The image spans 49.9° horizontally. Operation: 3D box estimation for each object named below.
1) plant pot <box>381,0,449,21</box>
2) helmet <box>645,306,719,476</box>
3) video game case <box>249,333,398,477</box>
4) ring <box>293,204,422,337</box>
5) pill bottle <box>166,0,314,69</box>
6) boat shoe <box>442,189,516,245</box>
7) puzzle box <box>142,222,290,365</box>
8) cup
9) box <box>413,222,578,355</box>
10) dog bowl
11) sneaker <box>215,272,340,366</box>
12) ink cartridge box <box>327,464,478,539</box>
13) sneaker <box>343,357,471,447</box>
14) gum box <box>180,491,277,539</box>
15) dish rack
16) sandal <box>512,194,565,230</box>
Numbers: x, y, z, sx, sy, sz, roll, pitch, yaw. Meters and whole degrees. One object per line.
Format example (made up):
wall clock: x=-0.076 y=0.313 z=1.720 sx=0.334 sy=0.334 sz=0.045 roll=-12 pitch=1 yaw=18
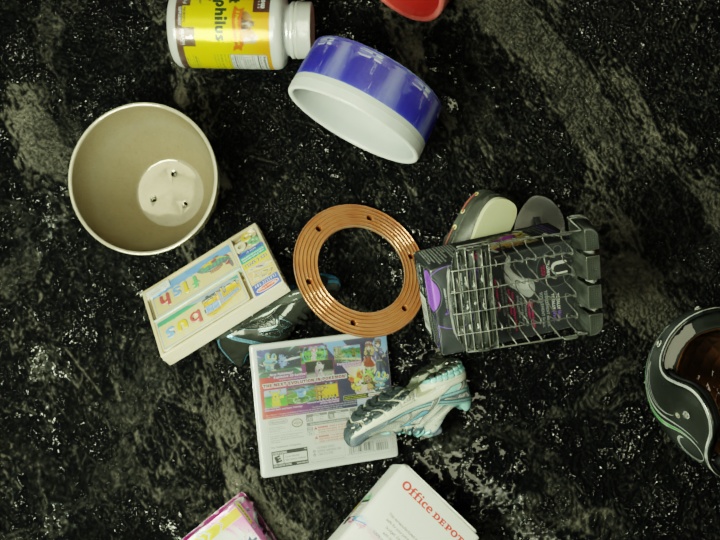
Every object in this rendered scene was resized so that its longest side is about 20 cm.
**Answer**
plant pot: x=0.094 y=-0.483 z=1.072 sx=0.200 sy=0.200 sz=0.177 roll=42 pitch=80 yaw=3
helmet: x=0.474 y=0.153 z=1.025 sx=0.198 sy=0.191 sz=0.201 roll=-6 pitch=125 yaw=-8
video game case: x=-0.051 y=0.185 z=1.097 sx=0.198 sy=0.023 sz=0.184 roll=-5 pitch=88 yaw=-15
ring: x=0.000 y=0.000 z=1.094 sx=0.199 sy=0.019 sz=0.202 roll=8 pitch=65 yaw=-17
pill bottle: x=-0.167 y=-0.344 z=1.106 sx=0.198 sy=0.109 sz=0.110 roll=1 pitch=88 yaw=2
boat shoe: x=0.150 y=-0.021 z=1.110 sx=0.073 sy=0.063 sz=0.202 roll=22 pitch=103 yaw=-28
puzzle box: x=-0.208 y=0.031 z=1.096 sx=0.199 sy=0.025 sz=0.133 roll=-32 pitch=50 yaw=0
cup: x=-0.284 y=-0.118 z=1.083 sx=0.199 sy=0.143 sz=0.202 roll=0 pitch=88 yaw=1
box: x=0.184 y=0.022 z=1.036 sx=0.198 sy=0.106 sz=0.123 roll=-11 pitch=106 yaw=-4
dog bowl: x=0.007 y=-0.228 z=1.050 sx=0.199 sy=0.200 sz=0.079 roll=28 pitch=86 yaw=3
sneaker: x=-0.115 y=0.067 z=1.117 sx=0.199 sy=0.073 sz=0.082 roll=-23 pitch=106 yaw=5
ink cartridge box: x=0.040 y=0.388 z=1.061 sx=0.145 sy=0.084 sz=0.200 roll=43 pitch=75 yaw=3
sneaker: x=0.072 y=0.203 z=1.079 sx=0.199 sy=0.078 sz=0.087 roll=-27 pitch=99 yaw=-14
gum box: x=-0.209 y=0.421 z=1.096 sx=0.200 sy=0.066 sz=0.114 roll=-38 pitch=89 yaw=0
dish rack: x=0.204 y=0.022 z=0.958 sx=0.198 sy=0.055 sz=0.155 roll=-9 pitch=104 yaw=-4
sandal: x=0.249 y=-0.009 z=1.112 sx=0.076 sy=0.043 sz=0.202 roll=12 pitch=88 yaw=2
